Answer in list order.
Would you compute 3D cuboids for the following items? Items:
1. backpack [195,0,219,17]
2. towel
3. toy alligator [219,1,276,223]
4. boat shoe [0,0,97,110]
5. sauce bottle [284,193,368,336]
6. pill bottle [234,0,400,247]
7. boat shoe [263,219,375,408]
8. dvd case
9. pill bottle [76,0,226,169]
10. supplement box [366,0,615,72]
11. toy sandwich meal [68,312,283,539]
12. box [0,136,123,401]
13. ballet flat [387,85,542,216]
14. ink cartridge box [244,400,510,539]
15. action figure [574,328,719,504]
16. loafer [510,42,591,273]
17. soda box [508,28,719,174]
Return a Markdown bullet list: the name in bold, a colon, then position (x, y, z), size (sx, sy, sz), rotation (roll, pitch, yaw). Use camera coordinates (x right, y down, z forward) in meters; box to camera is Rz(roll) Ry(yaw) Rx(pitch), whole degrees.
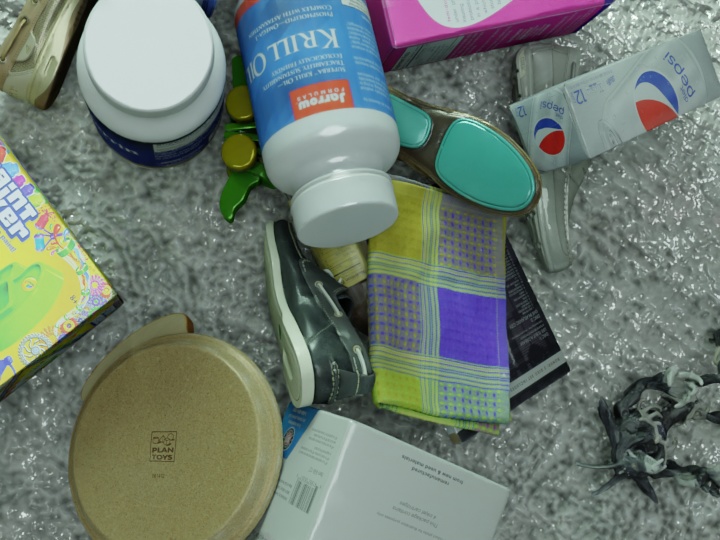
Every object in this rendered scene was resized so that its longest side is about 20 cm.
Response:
- **backpack**: position (-0.129, -0.305, 0.996), size (0.152, 0.200, 0.194), rotation (19, 96, -5)
- **towel**: position (0.067, 0.024, 1.007), size (0.142, 0.023, 0.204), rotation (16, 66, -30)
- **toy alligator**: position (-0.085, -0.139, 1.040), size (0.053, 0.059, 0.204), rotation (4, 78, 0)
- **boat shoe**: position (-0.252, -0.239, 1.021), size (0.064, 0.071, 0.203), rotation (22, 84, -6)
- **sauce bottle**: position (0.000, 0.000, 1.043), size (0.064, 0.065, 0.202), rotation (-26, 91, -9)
- **pill bottle**: position (-0.030, -0.127, 0.968), size (0.110, 0.113, 0.203), rotation (-11, 71, -8)
- **boat shoe**: position (-0.040, 0.030, 0.990), size (0.066, 0.201, 0.073), rotation (-9, 131, -12)
- **dvd case**: position (0.088, 0.025, 1.044), size (0.148, 0.016, 0.202), rotation (-25, 89, -37)
- **pill bottle**: position (-0.162, -0.151, 0.962), size (0.113, 0.200, 0.118), rotation (1, 85, -8)
- **supplement box**: position (0.102, -0.247, 1.056), size (0.196, 0.103, 0.103), rotation (-12, 88, -10)
- **toy sandwich meal**: position (-0.145, 0.141, 0.972), size (0.201, 0.070, 0.209), rotation (-5, 72, 16)
- **box**: position (-0.323, 0.002, 0.968), size (0.192, 0.122, 0.201), rotation (-39, 92, -10)
- **ballet flat**: position (0.069, -0.103, 1.040), size (0.198, 0.072, 0.069), rotation (25, 93, 16)
- **ink cartridge box**: position (-0.008, 0.224, 0.923), size (0.143, 0.147, 0.203), rotation (25, 82, -20)
- **action figure**: position (0.283, 0.128, 1.054), size (0.199, 0.102, 0.120), rotation (-36, 103, -11)
- **loafer**: position (0.174, -0.100, 1.071), size (0.068, 0.070, 0.204), rotation (-4, 86, 0)
- **soda box**: position (0.220, -0.144, 1.038), size (0.198, 0.068, 0.064), rotation (-25, 96, -38)
